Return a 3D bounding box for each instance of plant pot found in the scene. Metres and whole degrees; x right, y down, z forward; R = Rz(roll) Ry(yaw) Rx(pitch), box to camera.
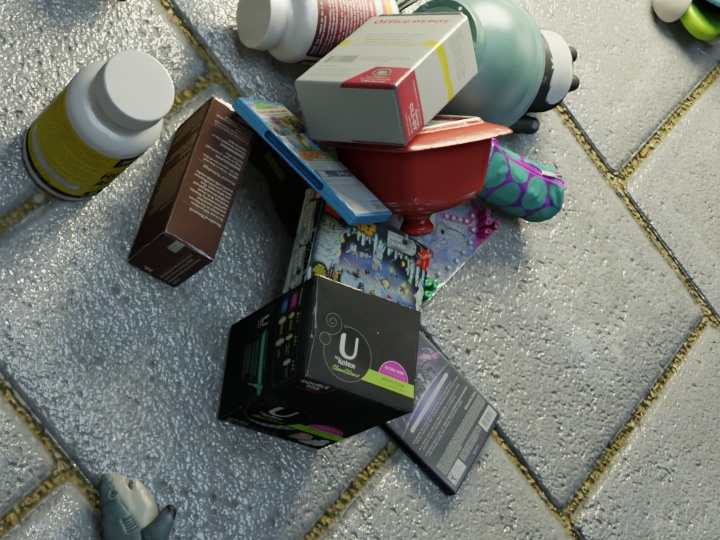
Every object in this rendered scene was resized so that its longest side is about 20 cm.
[{"bbox_3d":[0.130,-0.289,1.796,0.134,0.199,0.202,13,61,-60],"label":"plant pot"}]

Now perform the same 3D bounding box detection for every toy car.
[{"bbox_3d":[0.593,-0.491,2.273,0.174,0.150,0.202,20,61,-29],"label":"toy car"}]

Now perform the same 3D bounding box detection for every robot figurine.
[{"bbox_3d":[0.224,-0.289,1.943,0.199,0.125,0.151,-5,51,-37],"label":"robot figurine"}]

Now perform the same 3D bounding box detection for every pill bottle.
[{"bbox_3d":[-0.056,-0.325,1.757,0.199,0.113,0.114,-1,72,-37],"label":"pill bottle"},{"bbox_3d":[-0.283,-0.161,1.469,0.111,0.200,0.112,14,64,-30],"label":"pill bottle"}]

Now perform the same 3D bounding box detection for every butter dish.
[{"bbox_3d":[0.068,-0.117,1.709,0.198,0.199,0.149,-15,106,-39],"label":"butter dish"}]

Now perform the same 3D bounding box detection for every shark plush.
[{"bbox_3d":[-0.252,0.318,1.410,0.083,0.091,0.202,13,84,-10],"label":"shark plush"}]

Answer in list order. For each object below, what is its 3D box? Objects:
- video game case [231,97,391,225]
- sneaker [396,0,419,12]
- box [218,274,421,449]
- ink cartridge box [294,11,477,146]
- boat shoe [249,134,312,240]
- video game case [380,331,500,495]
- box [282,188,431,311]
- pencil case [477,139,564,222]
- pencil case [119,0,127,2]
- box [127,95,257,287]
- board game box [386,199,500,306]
[{"bbox_3d":[-0.056,-0.130,1.606,0.200,0.018,0.143,45,15,10],"label":"video game case"},{"bbox_3d":[0.047,-0.444,1.919,0.115,0.075,0.202,33,63,-32],"label":"sneaker"},{"bbox_3d":[-0.047,0.109,1.531,0.148,0.200,0.125,20,61,-28],"label":"box"},{"bbox_3d":[0.036,-0.237,1.650,0.200,0.144,0.084,-47,133,-43],"label":"ink cartridge box"},{"bbox_3d":[-0.076,-0.116,1.693,0.076,0.071,0.201,-29,91,-55],"label":"boat shoe"},{"bbox_3d":[0.082,0.168,1.719,0.200,0.019,0.143,45,52,-11],"label":"video game case"},{"bbox_3d":[0.000,0.000,1.653,0.199,0.040,0.138,29,64,-39],"label":"box"},{"bbox_3d":[0.198,-0.132,1.851,0.199,0.092,0.086,19,46,-46],"label":"pencil case"},{"bbox_3d":[-0.254,-0.417,1.672,0.089,0.078,0.200,33,52,5],"label":"pencil case"},{"bbox_3d":[-0.193,-0.093,1.572,0.075,0.100,0.201,31,57,-22],"label":"box"},{"bbox_3d":[0.080,-0.085,1.815,0.200,0.026,0.200,53,50,-7],"label":"board game box"}]
